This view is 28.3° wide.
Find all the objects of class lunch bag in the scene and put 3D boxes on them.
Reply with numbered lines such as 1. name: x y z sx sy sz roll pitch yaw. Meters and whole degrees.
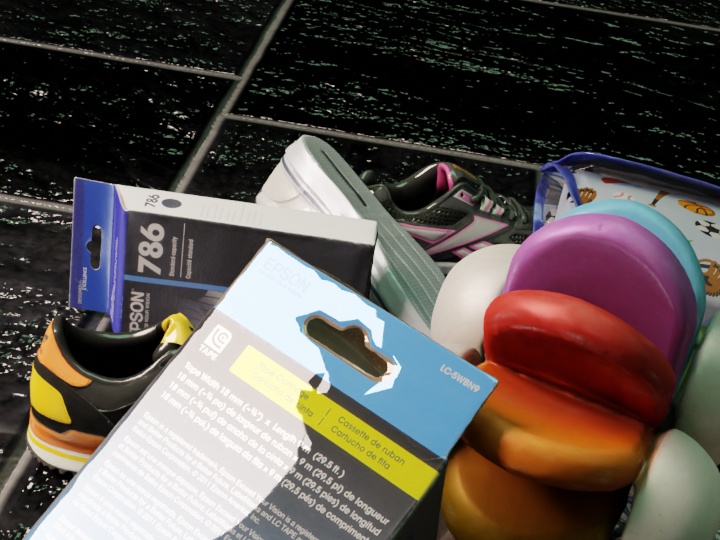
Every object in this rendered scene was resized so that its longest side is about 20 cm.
1. lunch bag: 0.206 -0.003 0.975 0.168 0.125 0.200 13 28 -5

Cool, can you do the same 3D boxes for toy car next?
1. toy car: 0.106 0.044 0.693 0.174 0.151 0.200 20 45 17

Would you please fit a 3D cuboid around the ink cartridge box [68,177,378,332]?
1. ink cartridge box: -0.092 0.005 0.912 0.198 0.100 0.039 8 28 1

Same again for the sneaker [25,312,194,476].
1. sneaker: -0.086 0.070 0.799 0.198 0.091 0.070 4 28 -8

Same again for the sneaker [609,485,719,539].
1. sneaker: 0.144 0.143 0.743 0.199 0.078 0.085 25 36 30

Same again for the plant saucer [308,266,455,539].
1. plant saucer: 0.000 0.078 0.781 0.200 0.032 0.201 39 21 -18

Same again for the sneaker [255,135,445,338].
1. sneaker: 0.000 0.000 0.978 0.073 0.071 0.201 5 43 -54

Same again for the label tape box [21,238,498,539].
1. label tape box: -0.045 0.106 0.644 0.144 0.063 0.200 31 73 28

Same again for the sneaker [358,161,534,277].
1. sneaker: 0.077 -0.037 1.051 0.198 0.087 0.080 -5 30 -24
